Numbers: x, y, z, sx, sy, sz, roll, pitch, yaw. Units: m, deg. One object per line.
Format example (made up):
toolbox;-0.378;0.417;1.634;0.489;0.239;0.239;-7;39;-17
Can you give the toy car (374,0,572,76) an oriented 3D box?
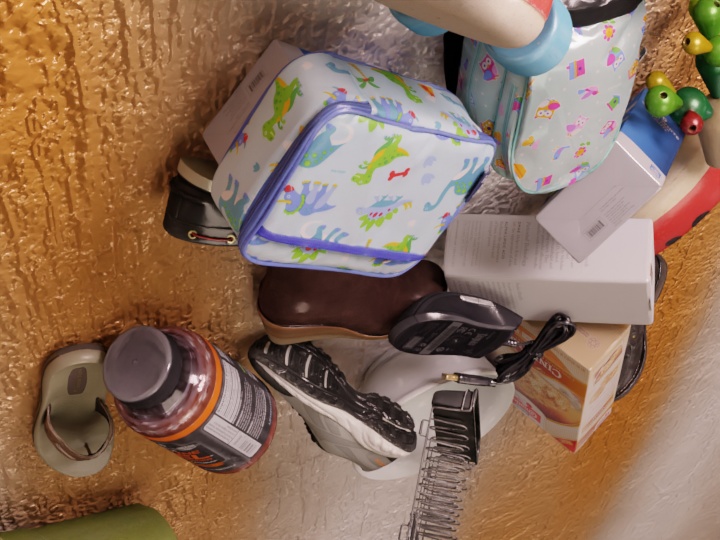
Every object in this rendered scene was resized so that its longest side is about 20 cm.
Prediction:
toy car;0.077;-0.263;0.910;0.184;0.176;0.202;22;95;-58

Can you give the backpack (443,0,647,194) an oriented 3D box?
backpack;0.143;-0.164;1.087;0.165;0.127;0.201;-11;137;-20

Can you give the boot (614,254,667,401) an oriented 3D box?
boot;0.268;0.038;1.513;0.174;0.069;0.202;23;82;-57

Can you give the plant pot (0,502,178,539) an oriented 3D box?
plant pot;-0.291;0.335;1.452;0.189;0.200;0.201;-20;152;-40

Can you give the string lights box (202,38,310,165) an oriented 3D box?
string lights box;-0.018;-0.109;1.111;0.199;0.059;0.103;11;129;-48

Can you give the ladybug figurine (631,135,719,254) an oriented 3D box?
ladybug figurine;0.307;-0.077;1.368;0.200;0.072;0.136;-45;-173;37

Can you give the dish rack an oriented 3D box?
dish rack;0.082;0.235;1.424;0.054;0.202;0.154;8;152;12

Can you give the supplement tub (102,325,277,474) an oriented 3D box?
supplement tub;-0.162;0.117;1.284;0.106;0.108;0.200;-33;149;7

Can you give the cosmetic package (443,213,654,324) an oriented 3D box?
cosmetic package;0.186;-0.001;1.337;0.198;0.075;0.102;1;154;13

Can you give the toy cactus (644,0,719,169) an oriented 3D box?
toy cactus;0.324;-0.167;1.204;0.200;0.101;0.166;-48;138;-36

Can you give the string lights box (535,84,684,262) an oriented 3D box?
string lights box;0.233;-0.093;1.240;0.103;0.059;0.200;-46;-178;30

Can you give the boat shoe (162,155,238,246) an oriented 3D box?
boat shoe;-0.073;-0.044;1.137;0.200;0.074;0.064;9;112;-38

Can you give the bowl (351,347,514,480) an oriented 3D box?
bowl;0.065;0.139;1.523;0.199;0.091;0.202;-21;149;-13

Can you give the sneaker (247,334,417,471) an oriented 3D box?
sneaker;-0.038;0.140;1.381;0.200;0.074;0.079;38;122;-18

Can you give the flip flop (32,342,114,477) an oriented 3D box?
flip flop;-0.261;0.142;1.284;0.080;0.058;0.201;-14;146;-24

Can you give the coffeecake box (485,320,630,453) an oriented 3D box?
coffeecake box;0.202;0.087;1.484;0.073;0.153;0.201;-43;155;-21

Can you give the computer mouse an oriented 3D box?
computer mouse;0.101;0.066;1.349;0.198;0.046;0.141;4;147;-27

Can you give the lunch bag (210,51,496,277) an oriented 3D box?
lunch bag;-0.004;-0.071;1.040;0.199;0.083;0.161;9;129;-45

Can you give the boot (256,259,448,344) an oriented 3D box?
boot;0.000;0.000;1.275;0.198;0.073;0.167;-15;149;-16
